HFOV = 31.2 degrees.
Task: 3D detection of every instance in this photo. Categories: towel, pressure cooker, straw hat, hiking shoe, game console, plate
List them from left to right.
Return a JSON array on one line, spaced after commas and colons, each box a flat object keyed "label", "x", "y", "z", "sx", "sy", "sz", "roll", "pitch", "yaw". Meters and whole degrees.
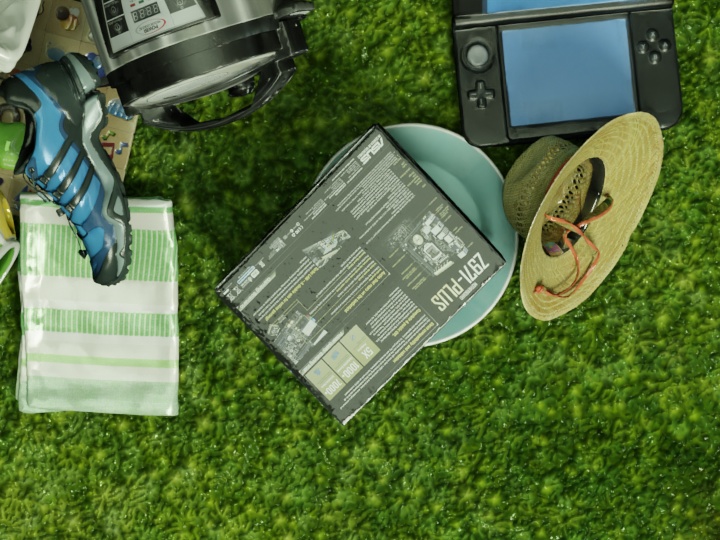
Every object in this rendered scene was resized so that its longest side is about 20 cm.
[{"label": "hiking shoe", "x": -0.251, "y": -0.080, "z": 1.099, "sx": 0.086, "sy": 0.074, "sz": 0.203, "roll": -16, "pitch": 104, "yaw": -21}, {"label": "towel", "x": -0.241, "y": 0.032, "z": 1.179, "sx": 0.150, "sy": 0.023, "sz": 0.204, "roll": 2, "pitch": 98, "yaw": -1}, {"label": "pressure cooker", "x": -0.140, "y": -0.220, "z": 1.076, "sx": 0.177, "sy": 0.175, "sz": 0.203, "roll": -21, "pitch": 98, "yaw": -23}, {"label": "plate", "x": 0.045, "y": -0.032, "z": 1.171, "sx": 0.196, "sy": 0.026, "sz": 0.204, "roll": 0, "pitch": 98, "yaw": 1}, {"label": "straw hat", "x": 0.170, "y": -0.064, "z": 1.124, "sx": 0.085, "sy": 0.200, "sz": 0.203, "roll": 36, "pitch": 97, "yaw": 33}, {"label": "game console", "x": 0.179, "y": -0.208, "z": 1.099, "sx": 0.196, "sy": 0.116, "sz": 0.179, "roll": -5, "pitch": 86, "yaw": 2}]

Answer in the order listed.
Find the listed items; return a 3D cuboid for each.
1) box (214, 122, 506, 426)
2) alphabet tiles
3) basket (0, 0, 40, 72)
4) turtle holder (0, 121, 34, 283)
[{"label": "box", "x": 0.000, "y": 0.000, "z": 1.119, "sx": 0.164, "sy": 0.086, "sz": 0.200, "roll": 44, "pitch": 96, "yaw": -5}, {"label": "alphabet tiles", "x": -0.284, "y": -0.146, "z": 1.170, "sx": 0.164, "sy": 0.006, "sz": 0.203, "roll": 15, "pitch": 97, "yaw": -1}, {"label": "basket", "x": -0.337, "y": -0.252, "z": 1.043, "sx": 0.135, "sy": 0.123, "sz": 0.203, "roll": 28, "pitch": 54, "yaw": -34}, {"label": "turtle holder", "x": -0.361, "y": -0.044, "z": 1.125, "sx": 0.131, "sy": 0.141, "sz": 0.187, "roll": 33, "pitch": 62, "yaw": 0}]
